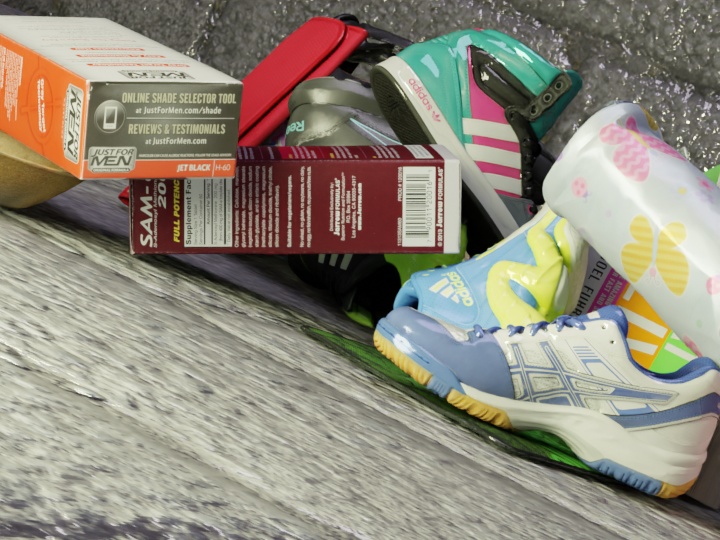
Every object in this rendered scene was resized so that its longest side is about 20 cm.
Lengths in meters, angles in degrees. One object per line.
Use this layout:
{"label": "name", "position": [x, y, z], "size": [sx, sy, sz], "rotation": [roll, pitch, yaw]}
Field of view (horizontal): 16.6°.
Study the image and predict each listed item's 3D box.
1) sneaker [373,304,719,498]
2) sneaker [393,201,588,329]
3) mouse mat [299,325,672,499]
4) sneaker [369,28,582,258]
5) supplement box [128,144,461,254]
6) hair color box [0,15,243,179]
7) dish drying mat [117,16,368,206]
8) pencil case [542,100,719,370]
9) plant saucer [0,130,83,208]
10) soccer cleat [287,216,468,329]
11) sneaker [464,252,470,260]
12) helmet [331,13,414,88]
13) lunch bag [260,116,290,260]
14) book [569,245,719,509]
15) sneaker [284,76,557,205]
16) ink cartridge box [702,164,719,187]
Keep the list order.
{"label": "sneaker", "position": [0.108, 0.051, 1.388], "size": [0.200, 0.088, 0.075], "rotation": [23, 7, -6]}
{"label": "sneaker", "position": [0.081, 0.003, 1.509], "size": [0.105, 0.076, 0.200], "rotation": [12, 34, 10]}
{"label": "mouse mat", "position": [0.073, 0.082, 1.449], "size": [0.161, 0.008, 0.200], "rotation": [19, 7, -43]}
{"label": "sneaker", "position": [0.106, -0.080, 1.649], "size": [0.200, 0.121, 0.084], "rotation": [58, -16, -7]}
{"label": "supplement box", "position": [-0.042, -0.045, 1.525], "size": [0.200, 0.061, 0.109], "rotation": [0, 8, -3]}
{"label": "hair color box", "position": [-0.159, -0.106, 1.475], "size": [0.101, 0.061, 0.200], "rotation": [-1, 16, -29]}
{"label": "dish drying mat", "position": [-0.083, -0.110, 1.745], "size": [0.077, 0.200, 0.018], "rotation": [19, -31, 55]}
{"label": "pencil case", "position": [0.196, -0.010, 1.441], "size": [0.091, 0.083, 0.200], "rotation": [-1, 41, -49]}
{"label": "plant saucer", "position": [-0.257, -0.080, 1.451], "size": [0.200, 0.035, 0.200], "rotation": [23, 4, -2]}
{"label": "soccer cleat", "position": [0.000, 0.000, 1.669], "size": [0.067, 0.081, 0.200], "rotation": [32, -20, -23]}
{"label": "sneaker", "position": [0.134, 0.042, 1.699], "size": [0.200, 0.081, 0.075], "rotation": [50, 5, 25]}
{"label": "helmet", "position": [0.005, -0.123, 2.321], "size": [0.200, 0.191, 0.200], "rotation": [6, 38, -5]}
{"label": "lunch bag", "position": [-0.009, -0.043, 1.812], "size": [0.200, 0.077, 0.160], "rotation": [25, -16, -3]}
{"label": "book", "position": [0.176, 0.048, 1.542], "size": [0.048, 0.134, 0.200], "rotation": [27, 0, -40]}
{"label": "sneaker", "position": [0.041, -0.068, 1.707], "size": [0.200, 0.079, 0.075], "rotation": [14, -28, -4]}
{"label": "ink cartridge box", "position": [0.264, 0.031, 1.546], "size": [0.146, 0.200, 0.084], "rotation": [-26, -33, 38]}
